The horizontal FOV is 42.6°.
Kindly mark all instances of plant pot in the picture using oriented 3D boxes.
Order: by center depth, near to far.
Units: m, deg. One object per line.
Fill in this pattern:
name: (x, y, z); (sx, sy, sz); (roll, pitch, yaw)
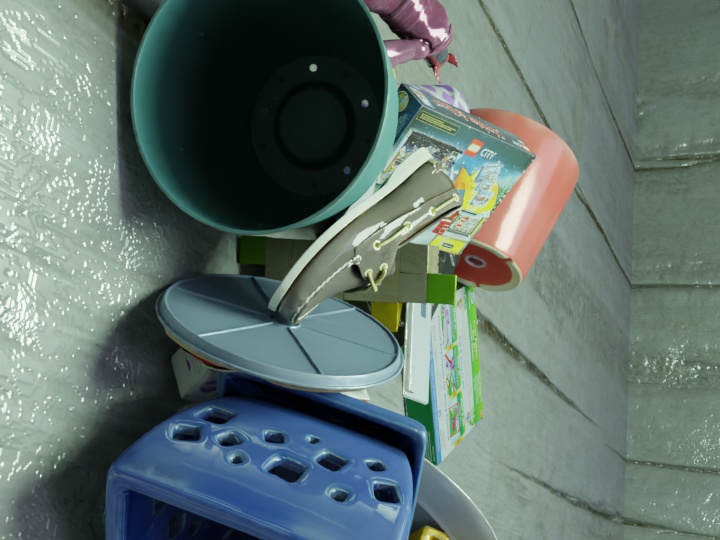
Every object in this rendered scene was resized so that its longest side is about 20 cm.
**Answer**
plant pot: (-0.057, 0.194, 0.672); (0.180, 0.196, 0.204); (-56, 158, -58)
plant pot: (-0.058, -0.128, 0.736); (0.161, 0.196, 0.206); (-1, 90, -77)
plant pot: (0.175, -0.084, 1.232); (0.201, 0.197, 0.180); (52, 53, -51)

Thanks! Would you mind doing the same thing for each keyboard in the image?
keyboard: (0.063, 0.038, 0.989); (0.056, 0.010, 0.205); (34, 56, -60)

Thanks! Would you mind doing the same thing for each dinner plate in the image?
dinner plate: (0.034, 0.209, 0.818); (0.024, 0.197, 0.202); (-49, 135, -28)

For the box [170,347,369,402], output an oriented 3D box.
box: (-0.071, 0.095, 0.791); (0.198, 0.039, 0.042); (18, 37, -48)

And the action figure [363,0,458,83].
action figure: (0.043, -0.268, 0.893); (0.199, 0.147, 0.136); (40, 56, -31)

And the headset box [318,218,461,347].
headset box: (0.036, -0.020, 1.037); (0.151, 0.076, 0.201); (68, 31, -26)

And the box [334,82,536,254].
box: (0.072, -0.093, 0.913); (0.198, 0.038, 0.137); (12, 122, -48)

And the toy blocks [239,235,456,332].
toy blocks: (0.000, 0.000, 0.872); (0.137, 0.195, 0.103); (0, 93, -78)

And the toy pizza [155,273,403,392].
toy pizza: (-0.063, 0.053, 0.717); (0.199, 0.197, 0.032); (-17, 126, -63)

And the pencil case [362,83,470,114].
pencil case: (0.017, -0.140, 0.915); (0.196, 0.084, 0.087); (-8, 131, -32)

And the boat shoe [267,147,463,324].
boat shoe: (0.008, -0.021, 0.741); (0.060, 0.072, 0.200); (45, 59, 3)

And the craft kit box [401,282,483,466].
craft kit box: (0.112, 0.130, 1.239); (0.197, 0.048, 0.205); (-19, 106, -61)

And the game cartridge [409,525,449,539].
game cartridge: (0.004, 0.328, 0.795); (0.178, 0.032, 0.201); (-66, -175, -33)
